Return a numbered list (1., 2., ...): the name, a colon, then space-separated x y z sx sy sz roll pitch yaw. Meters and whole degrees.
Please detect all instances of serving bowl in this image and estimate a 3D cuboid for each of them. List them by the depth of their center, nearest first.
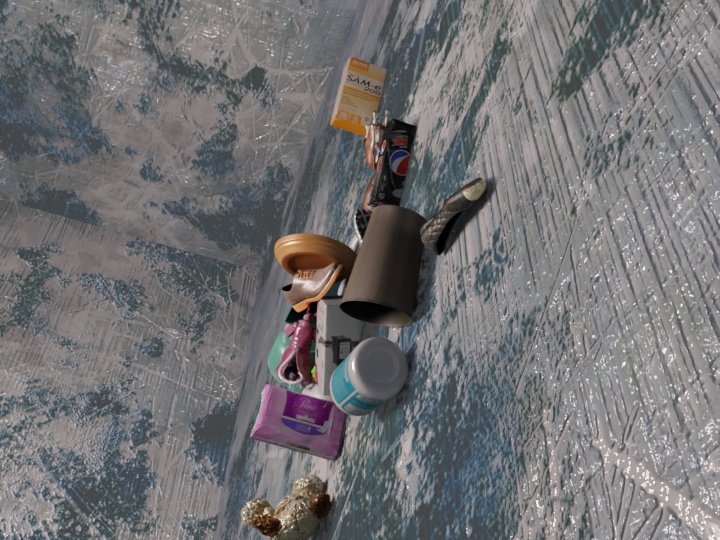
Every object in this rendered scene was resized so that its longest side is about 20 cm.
1. serving bowl: -0.118 0.346 1.912 0.200 0.065 0.203 -165 90 -78

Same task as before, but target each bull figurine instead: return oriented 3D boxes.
1. bull figurine: 0.044 -0.350 2.005 0.201 0.064 0.122 -94 11 -49

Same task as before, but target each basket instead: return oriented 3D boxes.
1. basket: 0.052 -0.010 1.460 0.180 0.135 0.202 150 138 -67

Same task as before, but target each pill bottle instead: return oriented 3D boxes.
1. pill bottle: 0.007 0.207 1.430 0.200 0.109 0.112 129 154 -59

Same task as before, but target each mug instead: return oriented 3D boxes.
1. mug: -0.154 0.234 2.036 0.186 0.151 0.115 53 133 30

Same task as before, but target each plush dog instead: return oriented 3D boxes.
1. plush dog: -0.146 0.540 1.643 0.172 0.198 0.162 112 136 -67

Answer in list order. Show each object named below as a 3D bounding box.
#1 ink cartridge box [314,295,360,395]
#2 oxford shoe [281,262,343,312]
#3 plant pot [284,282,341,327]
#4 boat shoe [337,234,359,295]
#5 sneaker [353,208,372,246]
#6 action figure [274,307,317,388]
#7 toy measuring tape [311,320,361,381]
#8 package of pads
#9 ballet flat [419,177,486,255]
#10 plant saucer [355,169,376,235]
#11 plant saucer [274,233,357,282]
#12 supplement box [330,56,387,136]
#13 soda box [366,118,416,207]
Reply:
1. ink cartridge box: -0.052 0.162 1.705 0.145 0.082 0.203 -152 63 -78
2. oxford shoe: -0.113 0.027 1.729 0.199 0.073 0.072 -37 16 42
3. plant pot: -0.096 0.046 2.027 0.142 0.140 0.202 120 168 -47
4. boat shoe: 0.000 0.000 1.827 0.057 0.068 0.202 51 129 55
5. sneaker: 0.019 -0.034 1.600 0.080 0.077 0.202 -40 58 50
6. action figure: -0.158 0.186 1.910 0.149 0.132 0.203 43 -118 -72
7. toy measuring tape: -0.054 0.190 1.848 0.201 0.073 0.074 -55 18 14
8. package of pads: -0.137 0.337 1.701 0.076 0.197 0.122 118 167 -58
9. ballet flat: 0.162 -0.093 1.284 0.066 0.057 0.200 -32 -11 -31
10. plant saucer: 0.034 -0.158 1.912 0.200 0.034 0.203 -164 90 -78
11. plant saucer: -0.103 -0.020 1.748 0.200 0.198 0.038 129 154 -60
12. supplement box: -0.005 -0.523 2.298 0.073 0.124 0.203 158 125 -75
13. soda box: 0.073 -0.245 1.778 0.071 0.063 0.203 154 129 -72
